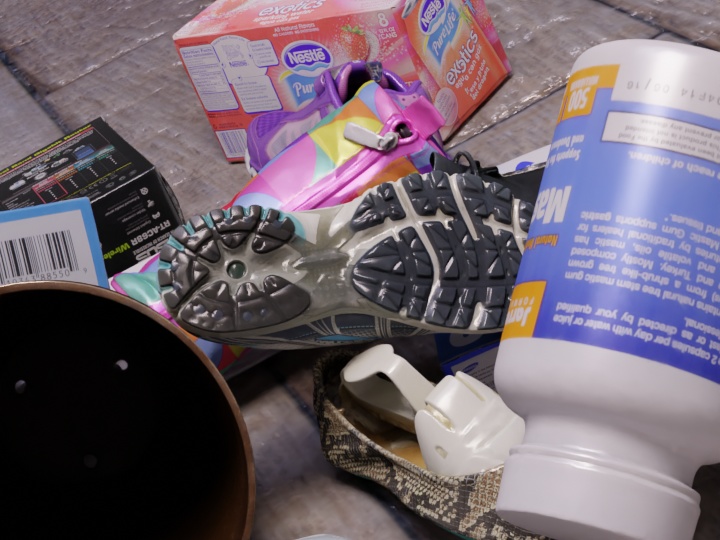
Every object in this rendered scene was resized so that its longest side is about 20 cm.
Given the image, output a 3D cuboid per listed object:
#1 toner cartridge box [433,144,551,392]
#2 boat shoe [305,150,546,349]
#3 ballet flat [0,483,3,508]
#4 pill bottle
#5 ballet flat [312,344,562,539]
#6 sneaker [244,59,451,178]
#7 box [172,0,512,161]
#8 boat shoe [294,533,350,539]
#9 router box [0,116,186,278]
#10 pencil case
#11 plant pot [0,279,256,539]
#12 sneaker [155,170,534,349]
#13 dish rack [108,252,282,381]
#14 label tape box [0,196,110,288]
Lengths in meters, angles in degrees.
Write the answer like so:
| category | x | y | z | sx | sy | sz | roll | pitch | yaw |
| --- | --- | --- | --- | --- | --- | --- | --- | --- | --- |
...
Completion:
| category | x | y | z | sx | sy | sz | roll | pitch | yaw |
| --- | --- | --- | --- | --- | --- | --- | --- | --- | --- |
| toner cartridge box | 0.082 | 0.003 | 1.162 | 0.094 | 0.043 | 0.200 | -22 | 24 | 6 |
| boat shoe | 0.040 | -0.027 | 1.128 | 0.198 | 0.066 | 0.075 | -20 | 23 | 13 |
| ballet flat | -0.248 | 0.108 | 1.222 | 0.069 | 0.070 | 0.200 | -29 | 19 | -11 |
| pill bottle | 0.119 | 0.015 | 0.926 | 0.112 | 0.112 | 0.201 | 4 | 73 | 47 |
| ballet flat | 0.033 | 0.074 | 1.022 | 0.068 | 0.076 | 0.200 | -34 | 26 | -22 |
| sneaker | -0.008 | -0.089 | 1.367 | 0.080 | 0.089 | 0.200 | -21 | 20 | -28 |
| box | -0.014 | -0.145 | 1.485 | 0.199 | 0.103 | 0.095 | -3 | 31 | 41 |
| boat shoe | -0.081 | 0.159 | 0.938 | 0.200 | 0.072 | 0.070 | -21 | 50 | 6 |
| router box | -0.227 | -0.016 | 1.467 | 0.199 | 0.062 | 0.150 | -29 | 25 | -10 |
| pencil case | -0.039 | -0.022 | 1.196 | 0.200 | 0.089 | 0.088 | -40 | 25 | -2 |
| plant pot | -0.145 | 0.083 | 1.077 | 0.186 | 0.188 | 0.200 | -24 | 9 | 0 |
| sneaker | 0.000 | 0.000 | 1.072 | 0.199 | 0.078 | 0.086 | -1 | -13 | -6 |
| dish rack | -0.101 | 0.018 | 1.305 | 0.199 | 0.044 | 0.172 | -28 | 23 | -9 |
| label tape box | -0.238 | 0.020 | 1.237 | 0.142 | 0.067 | 0.200 | -12 | -5 | -25 |
